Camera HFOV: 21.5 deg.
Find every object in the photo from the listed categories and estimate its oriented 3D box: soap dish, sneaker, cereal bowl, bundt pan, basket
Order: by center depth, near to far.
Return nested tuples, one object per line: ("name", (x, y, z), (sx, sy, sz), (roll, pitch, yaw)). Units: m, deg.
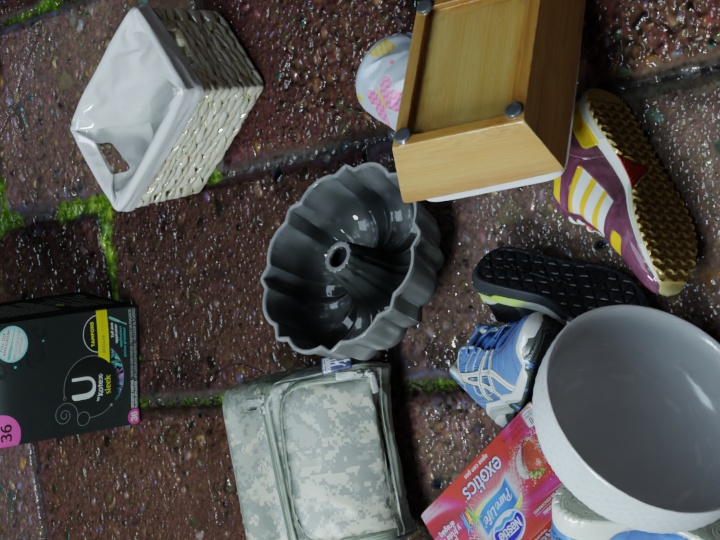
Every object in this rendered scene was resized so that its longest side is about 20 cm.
("cereal bowl", (0.229, 0.131, 1.566), (0.201, 0.199, 0.083), (61, 147, 23))
("sneaker", (0.259, 0.243, 1.606), (0.199, 0.077, 0.112), (5, 128, 9))
("sneaker", (0.220, -0.054, 1.640), (0.090, 0.075, 0.201), (-44, 55, 41))
("soap dish", (0.110, -0.164, 1.652), (0.157, 0.081, 0.201), (-10, 53, 30))
("sneaker", (0.126, 0.083, 1.701), (0.077, 0.076, 0.200), (34, 156, 6))
("sneaker", (0.188, 0.037, 1.712), (0.200, 0.072, 0.083), (24, 148, 41))
("bundt pan", (0.000, 0.000, 1.860), (0.201, 0.076, 0.203), (-20, 56, 33))
("basket", (-0.211, -0.180, 2.083), (0.136, 0.123, 0.200), (58, 135, 25))

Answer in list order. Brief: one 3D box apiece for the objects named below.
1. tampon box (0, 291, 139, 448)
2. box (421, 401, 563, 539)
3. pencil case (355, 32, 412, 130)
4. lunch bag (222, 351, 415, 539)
("tampon box", (-0.381, 0.116, 2.272), (0.126, 0.199, 0.151), (10, 104, 48))
("box", (0.158, 0.202, 1.728), (0.200, 0.099, 0.096), (-51, 60, 40))
("pencil case", (0.082, -0.150, 1.774), (0.200, 0.083, 0.091), (35, 125, 41))
("lunch bag", (-0.031, 0.187, 1.930), (0.167, 0.139, 0.201), (-10, 89, 33))
